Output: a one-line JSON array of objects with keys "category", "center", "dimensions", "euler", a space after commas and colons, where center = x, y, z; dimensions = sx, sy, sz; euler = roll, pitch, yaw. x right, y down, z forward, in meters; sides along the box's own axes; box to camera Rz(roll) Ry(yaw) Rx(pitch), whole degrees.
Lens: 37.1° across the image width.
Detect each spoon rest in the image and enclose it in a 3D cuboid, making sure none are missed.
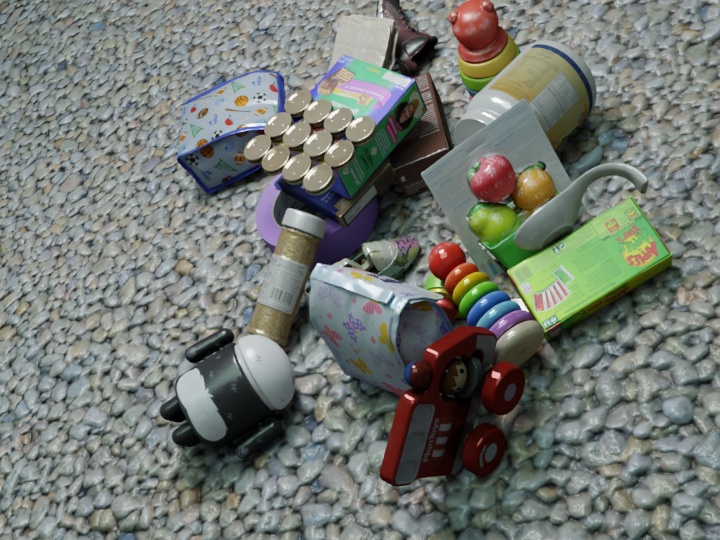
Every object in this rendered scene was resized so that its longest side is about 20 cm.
[{"category": "spoon rest", "center": [0.295, -0.090, 1.473], "dimensions": [0.198, 0.100, 0.061], "euler": [-28, 66, -4]}]

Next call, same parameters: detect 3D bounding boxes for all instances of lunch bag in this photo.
[{"category": "lunch bag", "center": [0.034, 0.074, 1.465], "dimensions": [0.168, 0.201, 0.128], "euler": [17, 63, 38]}, {"category": "lunch bag", "center": [-0.219, -0.258, 1.938], "dimensions": [0.198, 0.124, 0.172], "euler": [-25, 44, 19]}]

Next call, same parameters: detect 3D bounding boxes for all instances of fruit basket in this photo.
[{"category": "fruit basket", "center": [0.204, -0.111, 1.529], "dimensions": [0.184, 0.201, 0.094], "euler": [-36, 17, -2]}]

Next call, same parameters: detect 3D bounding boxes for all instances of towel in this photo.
[{"category": "towel", "center": [-0.004, -0.353, 1.905], "dimensions": [0.131, 0.034, 0.203], "euler": [18, 94, 40]}]

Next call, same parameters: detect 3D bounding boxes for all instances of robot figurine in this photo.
[{"category": "robot figurine", "center": [-0.189, 0.179, 1.560], "dimensions": [0.198, 0.151, 0.125], "euler": [-32, 23, 2]}]

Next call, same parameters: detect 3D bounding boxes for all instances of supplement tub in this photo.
[{"category": "supplement tub", "center": [0.249, -0.238, 1.626], "dimensions": [0.143, 0.146, 0.200], "euler": [25, 59, 40]}]

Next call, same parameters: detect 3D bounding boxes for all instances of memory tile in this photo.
[{"category": "memory tile", "center": [-0.079, -0.197, 1.643], "dimensions": [0.199, 0.017, 0.154], "euler": [29, 74, 40]}]

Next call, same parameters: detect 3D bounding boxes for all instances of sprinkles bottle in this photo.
[{"category": "sprinkles bottle", "center": [-0.113, 0.010, 1.642], "dimensions": [0.068, 0.068, 0.203], "euler": [17, 87, 38]}]

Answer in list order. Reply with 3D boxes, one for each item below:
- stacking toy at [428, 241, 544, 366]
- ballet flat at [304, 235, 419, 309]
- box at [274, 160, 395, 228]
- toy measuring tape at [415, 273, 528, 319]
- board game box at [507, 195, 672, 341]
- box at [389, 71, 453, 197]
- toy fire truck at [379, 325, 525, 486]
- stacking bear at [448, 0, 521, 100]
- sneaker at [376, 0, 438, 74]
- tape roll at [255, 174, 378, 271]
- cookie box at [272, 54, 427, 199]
[{"category": "stacking toy", "center": [0.162, 0.037, 1.458], "dimensions": [0.085, 0.086, 0.201], "euler": [-35, 59, -2]}, {"category": "ballet flat", "center": [0.000, 0.000, 1.636], "dimensions": [0.198, 0.071, 0.069], "euler": [-34, 46, 0]}, {"category": "box", "center": [-0.051, -0.154, 1.730], "dimensions": [0.121, 0.033, 0.199], "euler": [-47, 46, -14]}, {"category": "toy measuring tape", "center": [0.156, 0.033, 1.524], "dimensions": [0.197, 0.074, 0.074], "euler": [-2, 53, 28]}, {"category": "board game box", "center": [0.311, -0.003, 1.459], "dimensions": [0.198, 0.048, 0.102], "euler": [-31, 68, 3]}, {"category": "box", "center": [0.095, -0.226, 1.772], "dimensions": [0.099, 0.075, 0.202], "euler": [-19, 45, 13]}, {"category": "toy fire truck", "center": [0.106, 0.170, 1.345], "dimensions": [0.111, 0.167, 0.203], "euler": [23, 102, 40]}, {"category": "stacking bear", "center": [0.203, -0.348, 1.720], "dimensions": [0.120, 0.201, 0.115], "euler": [-11, 49, 20]}, {"category": "sneaker", "center": [0.088, -0.433, 1.956], "dimensions": [0.114, 0.076, 0.203], "euler": [-4, 62, 19]}, {"category": "tape roll", "center": [-0.072, -0.098, 1.763], "dimensions": [0.197, 0.066, 0.202], "euler": [-16, 48, 18]}, {"category": "cookie box", "center": [-0.021, -0.231, 1.701], "dimensions": [0.170, 0.075, 0.201], "euler": [27, 70, 39]}]
